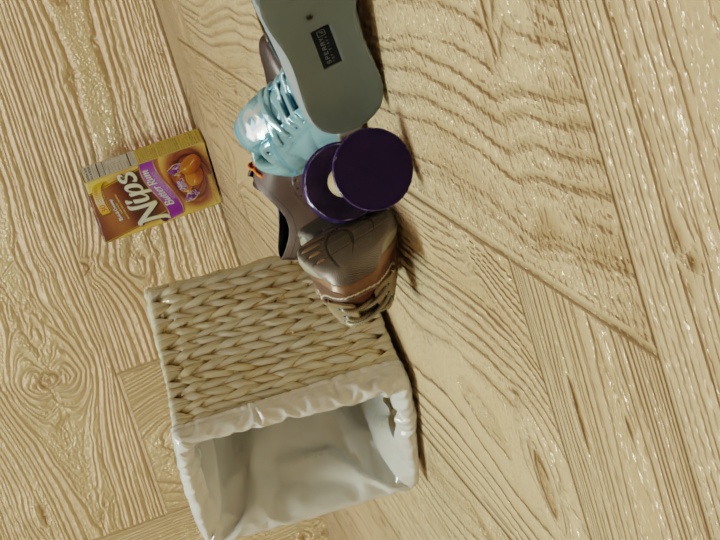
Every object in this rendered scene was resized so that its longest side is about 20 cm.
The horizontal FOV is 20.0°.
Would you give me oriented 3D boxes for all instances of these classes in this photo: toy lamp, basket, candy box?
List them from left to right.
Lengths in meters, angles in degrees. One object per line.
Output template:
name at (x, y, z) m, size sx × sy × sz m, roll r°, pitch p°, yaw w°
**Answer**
candy box at (-0.328, -0.132, 3.207) m, size 0.057 × 0.198 × 0.117 m, roll -118°, pitch 10°, yaw -55°
basket at (-0.064, 0.100, 1.707) m, size 0.199 × 0.198 × 0.162 m, roll 82°, pitch 173°, yaw -58°
toy lamp at (-0.004, -0.061, 1.346) m, size 0.200 × 0.058 × 0.059 m, roll -176°, pitch 67°, yaw -81°

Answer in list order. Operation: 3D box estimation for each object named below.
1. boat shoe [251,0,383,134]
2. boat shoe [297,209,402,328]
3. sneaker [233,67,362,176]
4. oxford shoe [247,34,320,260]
boat shoe at (-0.041, -0.176, 1.233) m, size 0.201 × 0.070 × 0.091 m, roll 76°, pitch 168°, yaw -52°
boat shoe at (0.000, 0.000, 1.434) m, size 0.200 × 0.075 × 0.072 m, roll -92°, pitch -20°, yaw -81°
sneaker at (-0.047, -0.107, 1.440) m, size 0.200 × 0.081 × 0.074 m, roll 96°, pitch 153°, yaw -72°
oxford shoe at (-0.055, -0.094, 1.584) m, size 0.071 × 0.072 × 0.202 m, roll -120°, pitch 13°, yaw -61°
